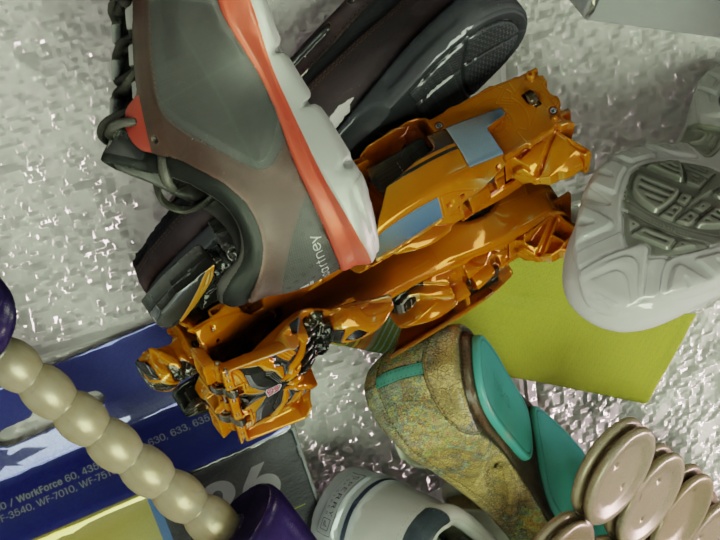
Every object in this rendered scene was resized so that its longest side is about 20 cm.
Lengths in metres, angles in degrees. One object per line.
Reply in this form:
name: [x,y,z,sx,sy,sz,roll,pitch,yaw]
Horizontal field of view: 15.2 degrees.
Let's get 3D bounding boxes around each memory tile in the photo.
memory tile: [0.111,0.151,1.262,0.154,0.017,0.200,-56,152,-3]

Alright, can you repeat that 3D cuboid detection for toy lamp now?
toy lamp: [-0.093,0.081,1.142,0.200,0.058,0.058,41,101,-19]

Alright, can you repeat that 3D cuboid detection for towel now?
towel: [0.065,0.009,1.223,0.199,0.018,0.086,12,120,-29]

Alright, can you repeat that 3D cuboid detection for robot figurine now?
robot figurine: [0.000,0.000,1.112,0.200,0.058,0.145,-31,155,-10]

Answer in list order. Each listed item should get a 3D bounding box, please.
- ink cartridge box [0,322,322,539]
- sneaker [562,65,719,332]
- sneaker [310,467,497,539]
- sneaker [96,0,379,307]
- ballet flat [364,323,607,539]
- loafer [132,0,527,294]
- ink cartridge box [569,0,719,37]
ink cartridge box: [-0.112,0.131,1.212,0.197,0.047,0.200,-23,129,-7]
sneaker: [0.138,-0.009,1.152,0.200,0.078,0.100,-37,155,-52]
sneaker: [0.048,0.162,1.259,0.073,0.071,0.200,-59,139,-10]
sneaker: [-0.070,-0.077,1.016,0.082,0.077,0.200,-29,85,-5]
ballet flat: [0.058,0.086,1.235,0.071,0.071,0.200,-36,142,3]
loafer: [-0.021,-0.062,1.123,0.200,0.063,0.072,-40,158,12]
ink cartridge box: [0.167,-0.179,1.058,0.199,0.145,0.145,6,119,-25]
